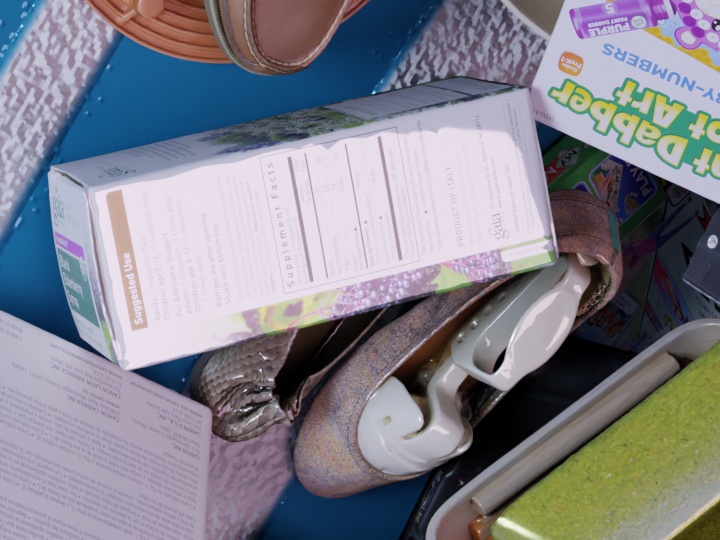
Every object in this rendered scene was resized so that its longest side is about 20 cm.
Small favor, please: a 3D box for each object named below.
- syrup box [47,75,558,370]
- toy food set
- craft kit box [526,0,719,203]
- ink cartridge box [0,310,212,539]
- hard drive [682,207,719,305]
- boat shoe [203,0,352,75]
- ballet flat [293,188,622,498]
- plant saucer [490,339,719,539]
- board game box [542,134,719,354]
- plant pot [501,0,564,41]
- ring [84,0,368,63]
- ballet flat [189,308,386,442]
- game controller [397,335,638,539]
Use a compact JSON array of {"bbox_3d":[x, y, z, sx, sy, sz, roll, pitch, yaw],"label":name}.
[{"bbox_3d":[-0.025,-0.023,1.006,0.199,0.079,0.082,-15,102,-17],"label":"syrup box"},{"bbox_3d":[0.127,0.130,1.119,0.200,0.060,0.144,-35,132,-17],"label":"toy food set"},{"bbox_3d":[0.185,-0.106,0.949,0.198,0.199,0.049,107,10,-45],"label":"craft kit box"},{"bbox_3d":[-0.137,0.123,0.976,0.161,0.050,0.201,29,52,-38],"label":"ink cartridge box"},{"bbox_3d":[0.247,-0.055,1.078,0.139,0.038,0.201,24,98,-38],"label":"hard drive"},{"bbox_3d":[-0.012,-0.169,0.958,0.072,0.068,0.201,1,112,-34],"label":"boat shoe"},{"bbox_3d":[0.044,0.044,1.089,0.068,0.067,0.200,34,107,-29],"label":"ballet flat"},{"bbox_3d":[0.184,0.123,1.086,0.199,0.048,0.200,-38,132,-3],"label":"plant saucer"},{"bbox_3d":[0.128,0.024,1.185,0.134,0.029,0.200,-42,127,-10],"label":"board game box"},{"bbox_3d":[0.146,-0.198,1.013,0.135,0.199,0.201,-59,141,-47],"label":"plant pot"},{"bbox_3d":[-0.043,-0.181,0.988,0.200,0.019,0.201,-13,118,-26],"label":"ring"},{"bbox_3d":[0.000,0.000,1.081,0.200,0.046,0.067,-48,129,-4],"label":"ballet flat"},{"bbox_3d":[0.078,0.122,1.174,0.104,0.042,0.201,19,112,-14],"label":"game controller"}]
